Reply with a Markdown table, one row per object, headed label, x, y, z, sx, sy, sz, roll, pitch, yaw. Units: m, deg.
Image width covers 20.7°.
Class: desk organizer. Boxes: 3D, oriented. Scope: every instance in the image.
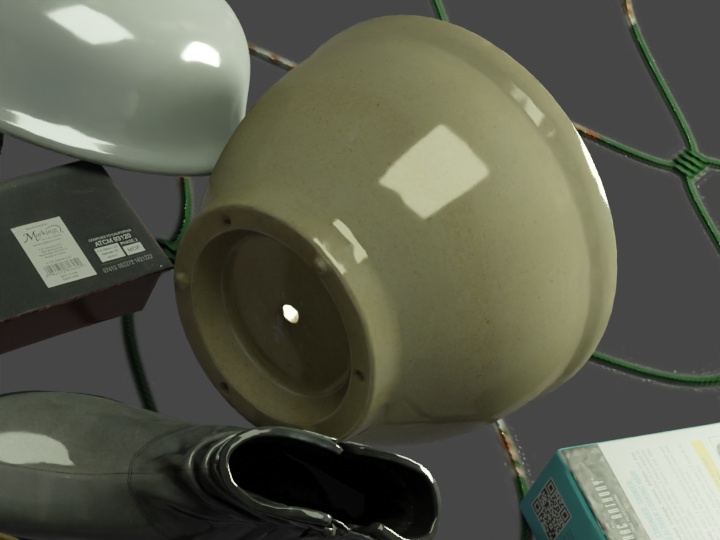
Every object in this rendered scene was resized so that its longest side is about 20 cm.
| label | x | y | z | sx | sy | sz | roll | pitch | yaw |
| --- | --- | --- | --- | --- | --- | --- | --- | --- | --- |
| desk organizer | -0.190 | 0.021 | 0.872 | 0.199 | 0.077 | 0.072 | -19 | 62 | -40 |

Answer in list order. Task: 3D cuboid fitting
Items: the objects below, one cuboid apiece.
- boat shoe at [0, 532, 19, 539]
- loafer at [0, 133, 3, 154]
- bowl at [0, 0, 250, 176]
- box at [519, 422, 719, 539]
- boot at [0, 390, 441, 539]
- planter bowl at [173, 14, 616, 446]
| label | x | y | z | sx | sy | sz | roll | pitch | yaw |
| --- | --- | --- | --- | --- | --- | --- | --- | --- | --- |
| boat shoe | -0.175 | 0.136 | 0.786 | 0.198 | 0.072 | 0.068 | 22 | 63 | -3 |
| loafer | -0.228 | -0.040 | 0.892 | 0.062 | 0.073 | 0.199 | 6 | 19 | 35 |
| bowl | -0.135 | -0.130 | 0.980 | 0.199 | 0.091 | 0.201 | 20 | 18 | -7 |
| box | 0.185 | 0.125 | 1.002 | 0.198 | 0.049 | 0.083 | -5 | 53 | -32 |
| boot | -0.075 | 0.083 | 0.828 | 0.198 | 0.131 | 0.071 | 6 | 79 | -22 |
| planter bowl | 0.000 | 0.000 | 0.909 | 0.200 | 0.201 | 0.134 | 43 | 46 | 14 |
